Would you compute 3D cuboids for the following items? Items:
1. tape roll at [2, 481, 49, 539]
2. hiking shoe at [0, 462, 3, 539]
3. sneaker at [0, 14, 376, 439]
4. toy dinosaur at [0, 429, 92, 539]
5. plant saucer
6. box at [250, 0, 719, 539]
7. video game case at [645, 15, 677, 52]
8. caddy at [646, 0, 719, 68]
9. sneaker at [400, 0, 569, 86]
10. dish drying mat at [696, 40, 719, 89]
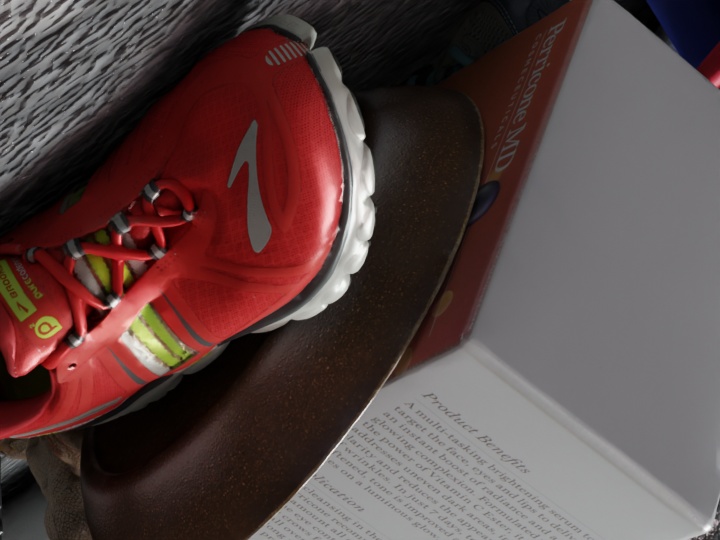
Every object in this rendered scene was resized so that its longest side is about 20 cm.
[{"bbox_3d":[-0.093,0.178,1.246,0.139,0.203,0.203,-33,173,-15],"label":"tape roll"},{"bbox_3d":[-0.172,0.080,0.767,0.100,0.076,0.200,0,-169,1],"label":"hiking shoe"},{"bbox_3d":[-0.068,0.002,0.690,0.085,0.077,0.200,-20,163,-44],"label":"sneaker"},{"bbox_3d":[-0.074,0.093,0.954,0.135,0.199,0.086,-18,138,-63],"label":"toy dinosaur"},{"bbox_3d":[-0.035,0.014,0.790,0.200,0.032,0.201,-47,-160,23],"label":"plant saucer"},{"bbox_3d":[0.036,0.024,0.815,0.200,0.106,0.153,-30,-150,49],"label":"box"},{"bbox_3d":[0.116,-0.055,1.115,0.201,0.023,0.182,-58,-177,-22],"label":"video game case"},{"bbox_3d":[0.209,-0.136,0.972,0.199,0.105,0.141,-34,174,-16],"label":"caddy"},{"bbox_3d":[0.043,-0.048,0.899,0.086,0.078,0.200,-24,168,-12],"label":"sneaker"},{"bbox_3d":[0.120,-0.030,0.939,0.076,0.018,0.200,-12,151,-40],"label":"dish drying mat"}]
